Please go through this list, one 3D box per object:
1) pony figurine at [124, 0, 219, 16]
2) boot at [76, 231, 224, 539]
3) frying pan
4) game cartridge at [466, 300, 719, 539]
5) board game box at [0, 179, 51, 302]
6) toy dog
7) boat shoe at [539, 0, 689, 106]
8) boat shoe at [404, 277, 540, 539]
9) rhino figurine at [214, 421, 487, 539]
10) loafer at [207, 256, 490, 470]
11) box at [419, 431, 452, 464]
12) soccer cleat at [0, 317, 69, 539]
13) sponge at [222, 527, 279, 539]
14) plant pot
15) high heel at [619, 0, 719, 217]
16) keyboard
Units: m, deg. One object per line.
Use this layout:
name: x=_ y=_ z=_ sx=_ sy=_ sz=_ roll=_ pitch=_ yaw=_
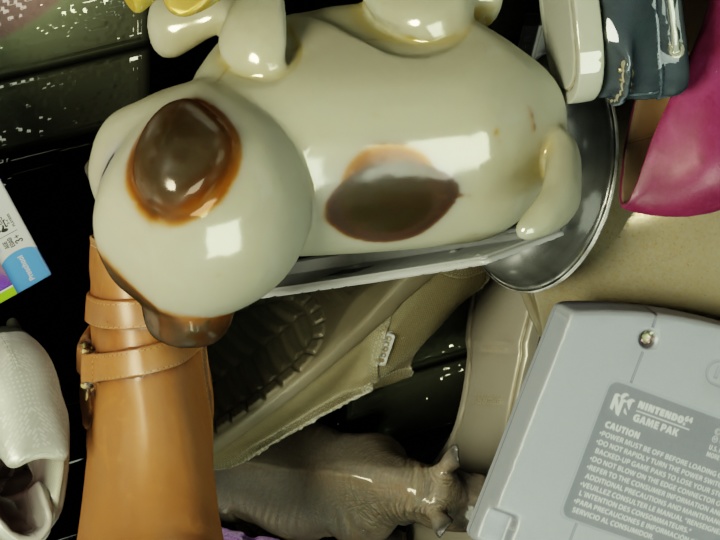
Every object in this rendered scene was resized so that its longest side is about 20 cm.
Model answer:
pony figurine: x=-0.023 y=-0.184 z=1.130 sx=0.200 sy=0.167 sz=0.193 roll=-31 pitch=170 yaw=-9
boot: x=-0.096 y=0.063 z=1.240 sx=0.074 sy=0.200 sz=0.155 roll=-2 pitch=106 yaw=-8
frying pan: x=0.088 y=-0.081 z=1.276 sx=0.031 sy=0.115 sz=0.190 roll=7 pitch=113 yaw=-34
game cartridge: x=0.159 y=0.091 z=1.311 sx=0.200 sy=0.040 sz=0.133 roll=21 pitch=95 yaw=-20
board game box: x=-0.228 y=-0.041 z=1.182 sx=0.134 sy=0.045 sz=0.200 roll=-30 pitch=138 yaw=-6
toy dog: x=-0.024 y=-0.044 z=1.211 sx=0.200 sy=0.194 sz=0.140 roll=-23 pitch=146 yaw=-26
boat shoe: x=0.110 y=-0.171 z=1.205 sx=0.062 sy=0.075 sz=0.200 roll=-4 pitch=88 yaw=-14
boat shoe: x=0.075 y=0.088 z=1.429 sx=0.057 sy=0.067 sz=0.200 roll=18 pitch=85 yaw=-42
rhino figurine: x=0.000 y=0.108 z=1.385 sx=0.087 sy=0.200 sz=0.060 roll=35 pitch=65 yaw=-52
loafer: x=-0.011 y=0.034 z=1.369 sx=0.200 sy=0.076 sz=0.067 roll=-37 pitch=132 yaw=2
box: x=0.154 y=0.108 z=1.477 sx=0.200 sy=0.148 sz=0.107 roll=-40 pitch=149 yaw=6
soccer cleat: x=-0.175 y=0.106 z=1.296 sx=0.070 sy=0.086 sz=0.200 roll=-13 pitch=149 yaw=-24
sponge: x=-0.022 y=0.185 z=1.407 sx=0.200 sy=0.030 sz=0.112 roll=11 pitch=130 yaw=9
plant pot: x=0.167 y=-0.041 z=1.360 sx=0.200 sy=0.187 sz=0.187 roll=-18 pitch=137 yaw=-1
high heel: x=0.136 y=-0.124 z=1.253 sx=0.096 sy=0.200 sz=0.067 roll=-13 pitch=168 yaw=-19
keyboard: x=0.000 y=0.000 z=1.282 sx=0.056 sy=0.200 sz=0.011 roll=-28 pitch=103 yaw=-44
